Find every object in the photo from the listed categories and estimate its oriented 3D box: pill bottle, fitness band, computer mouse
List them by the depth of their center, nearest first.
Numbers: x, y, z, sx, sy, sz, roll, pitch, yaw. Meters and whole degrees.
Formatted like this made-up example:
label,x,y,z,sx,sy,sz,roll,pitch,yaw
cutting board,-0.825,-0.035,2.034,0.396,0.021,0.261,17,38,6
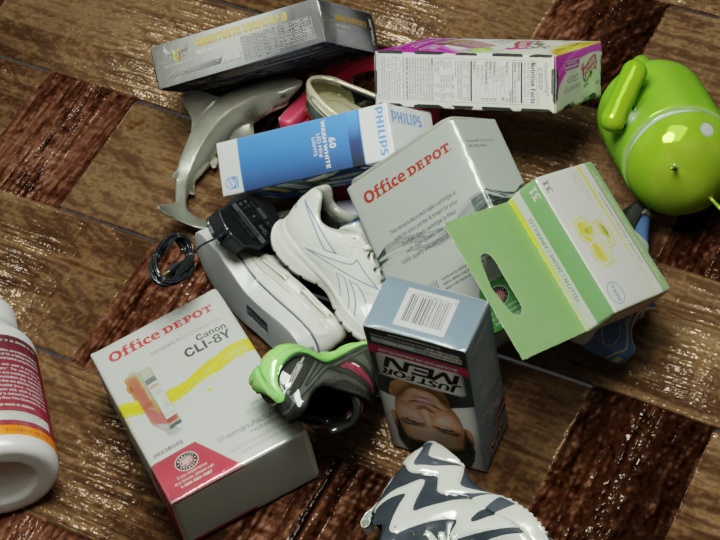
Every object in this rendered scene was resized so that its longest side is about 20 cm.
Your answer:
label,x,y,z,sx,sy,sz,roll,pitch,yaw
pill bottle,-0.362,0.126,1.730,0.112,0.113,0.201,-17,52,-3
computer mouse,-0.146,-0.025,1.744,0.059,0.034,0.200,53,39,5
fitness band,-0.002,-0.157,1.930,0.143,0.038,0.200,31,65,26

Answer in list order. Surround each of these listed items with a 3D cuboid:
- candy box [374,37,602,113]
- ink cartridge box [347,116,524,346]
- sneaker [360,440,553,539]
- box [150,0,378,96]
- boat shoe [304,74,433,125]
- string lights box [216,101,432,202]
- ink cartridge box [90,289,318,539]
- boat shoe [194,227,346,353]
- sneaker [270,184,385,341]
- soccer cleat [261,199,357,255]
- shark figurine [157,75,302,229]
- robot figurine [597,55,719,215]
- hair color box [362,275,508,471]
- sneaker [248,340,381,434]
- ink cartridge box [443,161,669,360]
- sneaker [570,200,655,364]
label,x,y,z,sx,sy,sz,roll,pitch,yaw
candy box,0.131,-0.201,1.818,0.199,0.061,0.136,6,15,26
ink cartridge box,0.095,-0.027,1.693,0.146,0.083,0.201,-31,77,34
sneaker,0.080,0.249,1.576,0.129,0.080,0.199,-40,56,-17
box,-0.100,-0.235,1.902,0.199,0.158,0.049,-13,87,22
boat shoe,0.028,-0.146,1.858,0.199,0.063,0.071,26,60,22
string lights box,-0.034,-0.118,1.799,0.199,0.103,0.059,-11,84,28
ink cartridge box,-0.151,0.136,1.701,0.145,0.084,0.200,-28,53,-11
boat shoe,-0.091,0.017,1.791,0.066,0.072,0.200,-29,50,-25
sneaker,0.000,0.000,1.746,0.200,0.087,0.074,41,36,8
soccer cleat,-0.008,-0.044,1.834,0.199,0.069,0.073,-8,17,16
shark figurine,-0.171,-0.143,1.908,0.128,0.090,0.215,15,64,46
robot figurine,0.307,-0.133,1.786,0.116,0.175,0.200,-47,30,21
hair color box,0.071,0.096,1.616,0.098,0.200,0.061,14,57,21
sneaker,-0.020,0.115,1.657,0.199,0.077,0.084,-2,50,-48
ink cartridge box,0.180,-0.013,1.611,0.199,0.048,0.146,-17,74,-50
sneaker,0.249,0.012,1.741,0.077,0.076,0.200,39,49,-11
